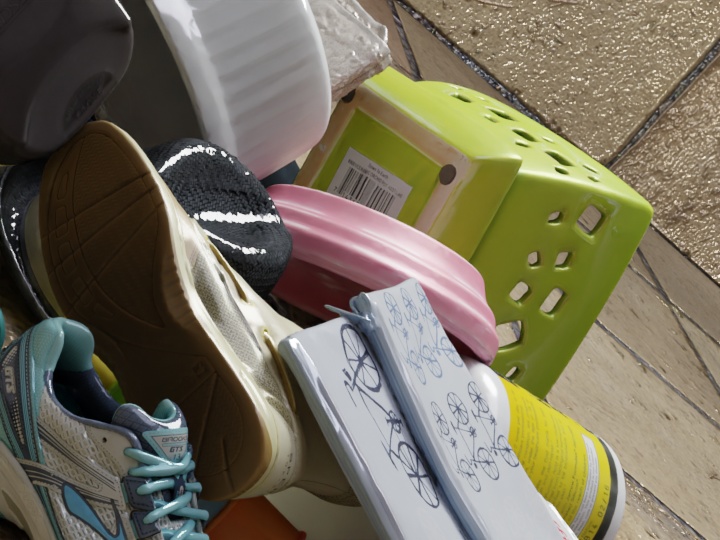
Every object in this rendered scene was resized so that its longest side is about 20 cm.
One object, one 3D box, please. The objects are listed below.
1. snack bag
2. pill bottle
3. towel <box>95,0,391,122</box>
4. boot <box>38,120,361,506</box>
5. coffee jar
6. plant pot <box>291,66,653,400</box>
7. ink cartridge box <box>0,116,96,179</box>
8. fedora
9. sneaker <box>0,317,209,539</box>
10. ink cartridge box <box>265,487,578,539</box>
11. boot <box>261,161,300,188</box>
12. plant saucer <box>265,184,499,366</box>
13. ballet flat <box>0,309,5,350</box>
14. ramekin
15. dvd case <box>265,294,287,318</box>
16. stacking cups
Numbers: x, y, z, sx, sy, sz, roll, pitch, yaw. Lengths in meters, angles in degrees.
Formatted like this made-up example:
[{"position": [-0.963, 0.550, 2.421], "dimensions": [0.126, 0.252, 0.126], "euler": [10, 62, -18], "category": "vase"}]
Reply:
[{"position": [0.038, 0.095, 1.011], "dimensions": [0.190, 0.021, 0.200], "euler": [62, 20, 5], "category": "snack bag"}, {"position": [0.070, 0.119, 1.291], "dimensions": [0.200, 0.111, 0.111], "euler": [32, 17, -41], "category": "pill bottle"}, {"position": [-0.088, -0.141, 1.396], "dimensions": [0.133, 0.199, 0.035], "euler": [48, -17, 22], "category": "towel"}, {"position": [-0.066, 0.026, 0.996], "dimensions": [0.201, 0.073, 0.155], "euler": [58, 18, 23], "category": "boot"}, {"position": [-0.195, -0.103, 1.024], "dimensions": [0.085, 0.104, 0.199], "euler": [48, -22, -24], "category": "coffee jar"}, {"position": [0.057, -0.029, 1.493], "dimensions": [0.181, 0.200, 0.200], "euler": [21, 13, -47], "category": "plant pot"}, {"position": [-0.238, -0.112, 1.245], "dimensions": [0.200, 0.043, 0.199], "euler": [34, 17, -34], "category": "ink cartridge box"}, {"position": [-0.105, -0.016, 1.142], "dimensions": [0.200, 0.091, 0.201], "euler": [39, 28, -26], "category": "fedora"}, {"position": [-0.102, 0.103, 0.877], "dimensions": [0.200, 0.086, 0.078], "euler": [48, 15, 19], "category": "sneaker"}, {"position": [0.058, 0.175, 1.136], "dimensions": [0.200, 0.084, 0.145], "euler": [28, 20, -48], "category": "ink cartridge box"}, {"position": [-0.056, -0.121, 1.537], "dimensions": [0.076, 0.168, 0.200], "euler": [47, 13, 30], "category": "boot"}, {"position": [0.000, 0.000, 1.299], "dimensions": [0.199, 0.051, 0.201], "euler": [23, -11, 5], "category": "plant saucer"}, {"position": [-0.239, -0.025, 0.954], "dimensions": [0.072, 0.068, 0.200], "euler": [-3, 49, -46], "category": "ballet flat"}, {"position": [-0.101, -0.142, 1.274], "dimensions": [0.201, 0.097, 0.201], "euler": [51, -22, 30], "category": "ramekin"}, {"position": [-0.096, 0.015, 1.320], "dimensions": [0.146, 0.022, 0.200], "euler": [29, 20, -49], "category": "dvd case"}, {"position": [-0.088, 0.107, 1.000], "dimensions": [0.200, 0.060, 0.061], "euler": [48, 13, -4], "category": "stacking cups"}]
